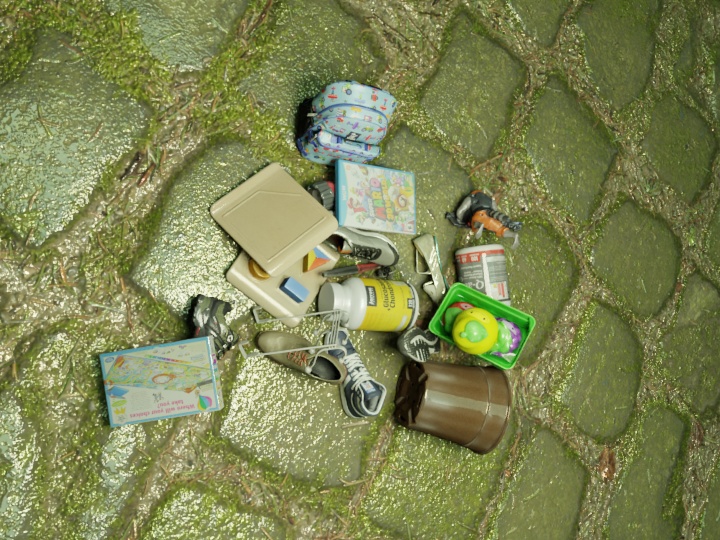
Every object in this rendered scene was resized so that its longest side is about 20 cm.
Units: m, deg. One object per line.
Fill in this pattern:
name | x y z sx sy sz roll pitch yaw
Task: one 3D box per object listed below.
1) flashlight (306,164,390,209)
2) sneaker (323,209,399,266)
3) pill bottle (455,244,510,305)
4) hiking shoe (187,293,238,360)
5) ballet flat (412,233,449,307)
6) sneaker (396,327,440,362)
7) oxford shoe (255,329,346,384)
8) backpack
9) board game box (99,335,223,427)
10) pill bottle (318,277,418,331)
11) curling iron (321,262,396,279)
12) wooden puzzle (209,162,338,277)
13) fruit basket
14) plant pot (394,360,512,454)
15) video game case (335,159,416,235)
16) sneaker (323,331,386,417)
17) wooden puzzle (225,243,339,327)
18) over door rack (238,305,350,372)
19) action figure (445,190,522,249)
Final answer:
flashlight | -0.023 -0.187 1.463 0.200 0.068 0.068 -26 95 -33
sneaker | -0.007 -0.052 1.434 0.200 0.074 0.079 24 42 -18
pill bottle | 0.295 0.043 1.574 0.116 0.116 0.200 -5 86 -29
hiking shoe | -0.283 0.147 1.271 0.101 0.076 0.200 9 79 -24
ballet flat | 0.166 0.014 1.550 0.062 0.067 0.200 -14 87 -1
sneaker | 0.113 0.164 1.437 0.200 0.080 0.074 12 69 -67
oxford shoe | -0.118 0.170 1.331 0.200 0.075 0.071 21 83 0
backpack | -0.023 -0.310 1.394 0.182 0.200 0.135 11 76 -28
board game box | -0.358 0.199 1.195 0.200 0.034 0.135 -9 88 1
pill bottle | 0.016 0.073 1.422 0.200 0.112 0.112 5 82 -28
curling iron | 0.000 0.000 1.449 0.200 0.050 0.026 -1 117 -38
wooden puzzle | -0.175 -0.104 1.349 0.185 0.037 0.200 -40 77 -22
fruit basket | 0.254 0.119 1.414 0.216 0.216 0.156 40 70 -19
plant pot | 0.195 0.286 1.458 0.198 0.200 0.200 17 76 -19
video game case | 0.035 -0.157 1.443 0.200 0.018 0.143 5 80 -32
sneaker | -0.009 0.215 1.393 0.070 0.108 0.200 -18 93 -30
wooden puzzle | -0.152 -0.011 1.378 0.185 0.046 0.200 40 68 -19
over door rack | -0.123 0.132 1.292 0.200 0.148 0.067 2 115 2
action figure | 0.318 -0.131 1.579 0.200 0.194 0.105 2 125 -17
